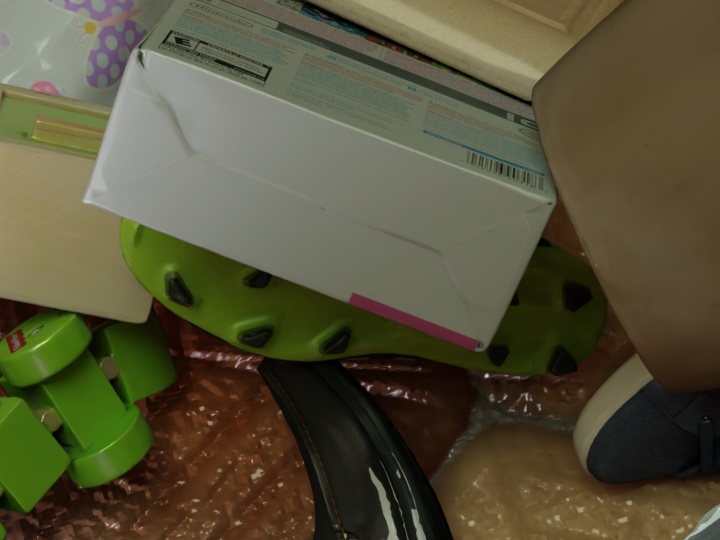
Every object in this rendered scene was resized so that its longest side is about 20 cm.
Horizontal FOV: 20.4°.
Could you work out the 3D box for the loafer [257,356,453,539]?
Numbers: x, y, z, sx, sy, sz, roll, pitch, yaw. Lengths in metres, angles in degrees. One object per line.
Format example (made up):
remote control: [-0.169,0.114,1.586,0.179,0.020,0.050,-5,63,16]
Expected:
loafer: [0.004,0.112,0.765,0.072,0.073,0.201,-32,60,-1]

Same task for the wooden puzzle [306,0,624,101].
wooden puzzle: [0.019,-0.136,0.816,0.184,0.037,0.200,25,29,6]

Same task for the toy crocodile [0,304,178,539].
toy crocodile: [-0.144,0.075,0.784,0.061,0.068,0.200,-6,32,49]

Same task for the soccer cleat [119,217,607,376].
soccer cleat: [0.000,0.000,0.788,0.198,0.081,0.068,12,105,-15]

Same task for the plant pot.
plant pot: [0.157,-0.048,0.667,0.172,0.200,0.201,-24,60,14]

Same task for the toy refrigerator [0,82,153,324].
toy refrigerator: [-0.174,-0.042,0.786,0.198,0.071,0.076,12,20,-12]

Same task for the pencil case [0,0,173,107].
pencil case: [-0.124,-0.114,0.899,0.090,0.083,0.201,16,67,20]

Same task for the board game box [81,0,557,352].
board game box: [-0.005,-0.058,0.740,0.146,0.065,0.200,22,23,-2]

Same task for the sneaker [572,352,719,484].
sneaker: [0.182,0.056,0.754,0.198,0.075,0.085,-18,56,1]

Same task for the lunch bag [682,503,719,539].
lunch bag: [0.144,0.179,0.644,0.126,0.170,0.202,2,62,12]
